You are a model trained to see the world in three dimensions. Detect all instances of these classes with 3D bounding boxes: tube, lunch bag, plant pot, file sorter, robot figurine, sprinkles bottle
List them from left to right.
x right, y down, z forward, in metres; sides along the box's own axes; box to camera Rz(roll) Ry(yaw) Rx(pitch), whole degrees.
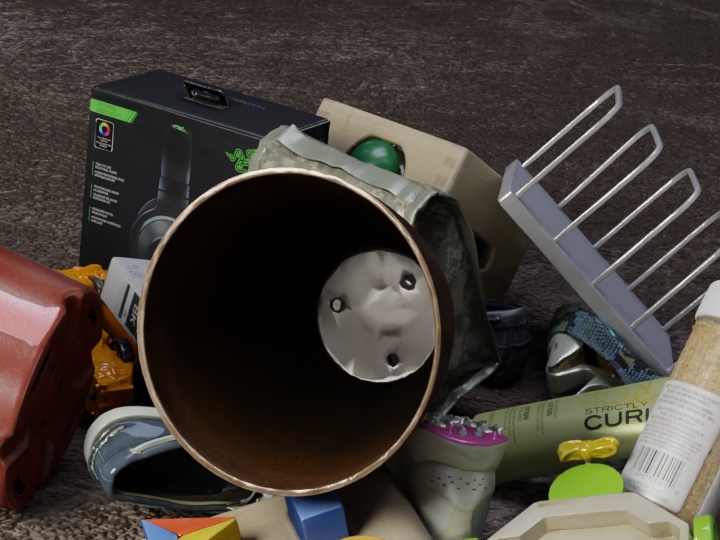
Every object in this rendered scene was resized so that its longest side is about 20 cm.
[{"bbox_3d":[-0.280,0.051,1.194,0.193,0.203,0.201,20,22,8],"label":"plant pot"},{"bbox_3d":[-0.191,0.053,1.383,0.144,0.059,0.200,-5,25,-31],"label":"robot figurine"},{"bbox_3d":[-0.016,0.032,1.166,0.185,0.189,0.200,13,6,16],"label":"plant pot"},{"bbox_3d":[0.000,0.000,1.364,0.163,0.201,0.117,25,53,38],"label":"lunch bag"},{"bbox_3d":[0.174,0.103,1.273,0.198,0.059,0.052,-13,-19,21],"label":"tube"},{"bbox_3d":[0.223,-0.035,1.507,0.200,0.124,0.139,48,14,-5],"label":"file sorter"},{"bbox_3d":[0.211,0.108,1.183,0.068,0.201,0.068,27,-11,5],"label":"sprinkles bottle"}]

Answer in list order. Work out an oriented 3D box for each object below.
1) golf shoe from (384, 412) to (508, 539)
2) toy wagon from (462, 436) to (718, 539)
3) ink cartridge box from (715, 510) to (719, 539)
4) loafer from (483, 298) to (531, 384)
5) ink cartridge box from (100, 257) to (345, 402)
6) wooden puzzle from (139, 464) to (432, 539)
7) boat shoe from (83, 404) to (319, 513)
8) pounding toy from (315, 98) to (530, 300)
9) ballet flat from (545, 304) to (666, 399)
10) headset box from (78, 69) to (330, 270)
[{"bbox_3d":[0.044,0.138,1.231,0.074,0.093,0.200,6,-2,-6],"label":"golf shoe"},{"bbox_3d":[0.133,0.177,1.096,0.153,0.040,0.201,-8,34,16],"label":"toy wagon"},{"bbox_3d":[0.266,0.149,1.277,0.198,0.067,0.116,6,22,-6],"label":"ink cartridge box"},{"bbox_3d":[0.046,0.030,1.506,0.199,0.071,0.068,17,24,24],"label":"loafer"},{"bbox_3d":[-0.099,0.054,1.299,0.099,0.040,0.200,7,23,-34],"label":"ink cartridge box"},{"bbox_3d":[-0.048,0.173,1.082,0.198,0.047,0.185,-12,25,-12],"label":"wooden puzzle"},{"bbox_3d":[-0.077,0.125,1.201,0.198,0.076,0.062,9,21,-25],"label":"boat shoe"},{"bbox_3d":[0.013,-0.046,1.581,0.183,0.143,0.200,22,-6,34],"label":"pounding toy"},{"bbox_3d":[0.180,0.083,1.429,0.073,0.075,0.200,-3,20,-25],"label":"ballet flat"},{"bbox_3d":[-0.125,-0.051,1.476,0.173,0.202,0.093,19,23,27],"label":"headset box"}]
